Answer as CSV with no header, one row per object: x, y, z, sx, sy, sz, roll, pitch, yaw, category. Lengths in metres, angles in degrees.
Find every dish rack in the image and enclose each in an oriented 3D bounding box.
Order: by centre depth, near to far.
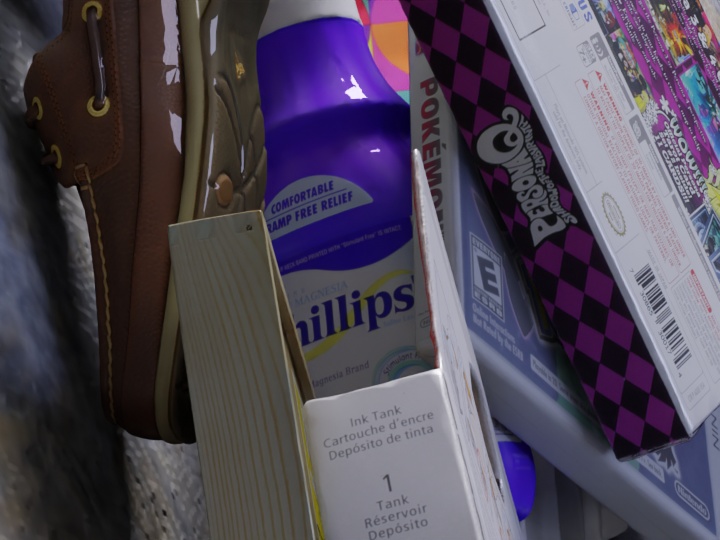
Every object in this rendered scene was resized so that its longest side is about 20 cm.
0.084,0.072,0.995,0.200,0.043,0.173,78,9,-59,dish rack

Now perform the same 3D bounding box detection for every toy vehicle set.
-0.020,0.084,0.714,0.200,0.026,0.125,78,2,-63,toy vehicle set

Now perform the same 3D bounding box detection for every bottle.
0.000,0.000,0.868,0.065,0.083,0.202,13,60,-64,bottle

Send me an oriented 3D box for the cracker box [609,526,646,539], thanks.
0.141,0.071,1.139,0.200,0.057,0.135,88,-7,-63,cracker box

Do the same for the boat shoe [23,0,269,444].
-0.067,-0.047,0.756,0.072,0.067,0.202,36,55,-76,boat shoe

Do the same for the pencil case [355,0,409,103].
0.005,-0.100,0.993,0.088,0.088,0.201,48,29,-49,pencil case

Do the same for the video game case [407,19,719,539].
0.080,-0.005,0.900,0.200,0.023,0.183,39,40,-43,video game case

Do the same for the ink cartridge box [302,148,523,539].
0.027,0.098,0.712,0.201,0.044,0.177,72,5,-45,ink cartridge box

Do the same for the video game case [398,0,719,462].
0.092,-0.055,0.888,0.201,0.036,0.181,64,30,-6,video game case
